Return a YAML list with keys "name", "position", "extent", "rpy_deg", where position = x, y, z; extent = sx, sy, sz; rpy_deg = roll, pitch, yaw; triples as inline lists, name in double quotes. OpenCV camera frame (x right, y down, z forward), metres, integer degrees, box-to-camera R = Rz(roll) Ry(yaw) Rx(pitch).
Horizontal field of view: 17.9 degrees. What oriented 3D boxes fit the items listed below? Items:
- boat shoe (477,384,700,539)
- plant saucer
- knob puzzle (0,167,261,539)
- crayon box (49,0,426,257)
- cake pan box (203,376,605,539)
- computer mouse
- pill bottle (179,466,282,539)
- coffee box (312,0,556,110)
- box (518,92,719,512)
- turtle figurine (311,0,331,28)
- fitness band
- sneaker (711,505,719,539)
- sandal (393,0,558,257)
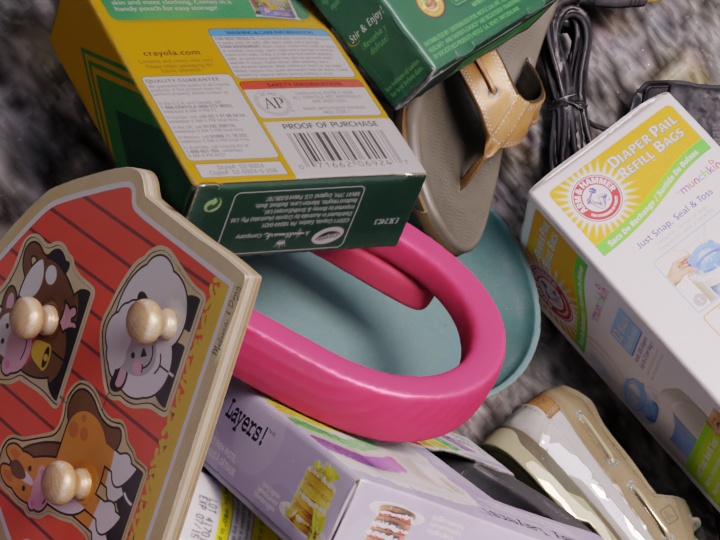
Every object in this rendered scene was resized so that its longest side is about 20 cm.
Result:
- name: "boat shoe"
  position: [0.151, 0.148, 1.233]
  extent: [0.068, 0.075, 0.200]
  rpy_deg: [-41, 93, -28]
- name: "plant saucer"
  position: [0.000, 0.000, 1.200]
  extent: [0.199, 0.036, 0.201]
  rpy_deg: [20, 42, -18]
- name: "knob puzzle"
  position: [-0.137, 0.045, 1.052]
  extent: [0.030, 0.219, 0.221]
  rpy_deg: [7, 68, -42]
- name: "crayon box"
  position: [-0.068, -0.091, 1.119]
  extent: [0.125, 0.052, 0.200]
  rpy_deg: [-4, 45, -31]
- name: "cake pan box"
  position: [0.021, 0.110, 1.097]
  extent: [0.199, 0.184, 0.053]
  rpy_deg: [23, 98, -33]
- name: "computer mouse"
  position: [0.193, -0.103, 1.370]
  extent: [0.199, 0.046, 0.141]
  rpy_deg: [-4, 77, -18]
- name: "pill bottle"
  position: [-0.032, 0.174, 1.102]
  extent: [0.199, 0.109, 0.110]
  rpy_deg: [26, 61, -17]
- name: "coffee box"
  position: [0.003, -0.191, 1.169]
  extent: [0.200, 0.044, 0.123]
  rpy_deg: [52, 47, 3]
- name: "box"
  position: [0.184, 0.023, 1.232]
  extent: [0.101, 0.113, 0.200]
  rpy_deg: [-36, 72, -16]
- name: "turtle figurine"
  position: [-0.014, -0.190, 1.261]
  extent: [0.199, 0.100, 0.151]
  rpy_deg: [14, 69, -32]
- name: "fitness band"
  position: [-0.025, 0.008, 1.093]
  extent: [0.199, 0.038, 0.144]
  rpy_deg: [27, 32, 4]
- name: "sneaker"
  position: [0.249, 0.156, 1.286]
  extent: [0.097, 0.071, 0.202]
  rpy_deg: [-7, 73, -31]
- name: "sandal"
  position: [0.074, -0.102, 1.228]
  extent: [0.082, 0.054, 0.201]
  rpy_deg: [45, 56, -33]
